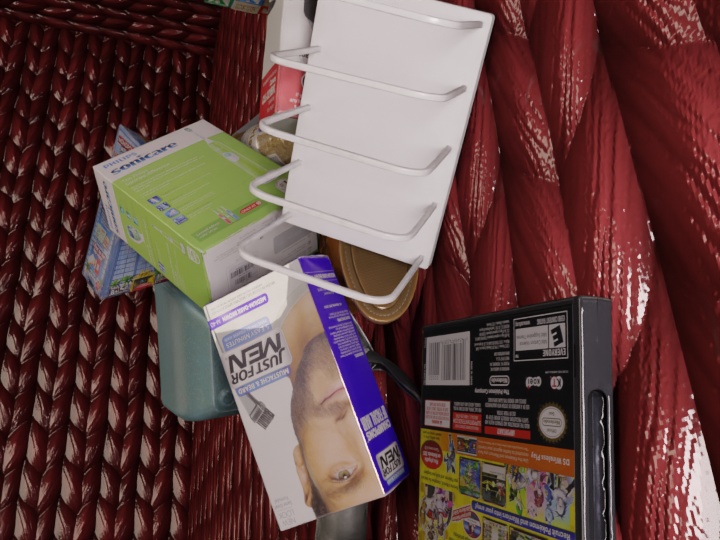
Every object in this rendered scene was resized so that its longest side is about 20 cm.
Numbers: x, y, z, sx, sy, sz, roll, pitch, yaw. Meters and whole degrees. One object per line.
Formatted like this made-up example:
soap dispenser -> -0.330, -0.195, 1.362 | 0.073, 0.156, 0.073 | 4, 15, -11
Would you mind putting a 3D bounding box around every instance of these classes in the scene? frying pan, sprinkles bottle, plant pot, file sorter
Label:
frying pan -> 0.003, 0.078, 0.666 | 0.191, 0.031, 0.116 | 52, 170, 32
sprinkles bottle -> -0.083, -0.138, 0.774 | 0.198, 0.067, 0.070 | -7, 78, 54
plant pot -> -0.164, 0.103, 0.953 | 0.199, 0.192, 0.201 | -165, 72, -66
file sorter -> -0.001, -0.100, 0.518 | 0.125, 0.136, 0.204 | -44, -30, -65

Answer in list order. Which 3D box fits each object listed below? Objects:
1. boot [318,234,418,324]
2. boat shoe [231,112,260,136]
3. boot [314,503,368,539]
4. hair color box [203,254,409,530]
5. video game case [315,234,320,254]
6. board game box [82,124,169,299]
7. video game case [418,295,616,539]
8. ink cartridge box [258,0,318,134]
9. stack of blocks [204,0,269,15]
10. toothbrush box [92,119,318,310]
boot -> 0.000, 0.000, 0.693 | 0.156, 0.072, 0.203 | 105, 161, -50
boat shoe -> -0.111, -0.194, 0.979 | 0.198, 0.057, 0.069 | -34, 48, 8
boot -> -0.010, 0.236, 0.659 | 0.181, 0.071, 0.204 | -169, 91, -71
hair color box -> -0.048, 0.102, 0.603 | 0.108, 0.065, 0.203 | -25, 83, 23
video game case -> -0.085, -0.059, 0.881 | 0.200, 0.017, 0.146 | 40, 139, 49
board game box -> -0.247, -0.085, 0.892 | 0.062, 0.198, 0.203 | 40, 131, 33
video game case -> 0.085, 0.119, 0.435 | 0.200, 0.025, 0.185 | 155, 119, -69
ink cartridge box -> -0.010, -0.226, 0.646 | 0.084, 0.141, 0.205 | 180, 94, -71
stack of blocks -> -0.059, -0.295, 0.733 | 0.115, 0.196, 0.060 | -170, 85, -71
toothbrush box -> -0.161, -0.065, 0.741 | 0.199, 0.145, 0.087 | 33, 140, 31
